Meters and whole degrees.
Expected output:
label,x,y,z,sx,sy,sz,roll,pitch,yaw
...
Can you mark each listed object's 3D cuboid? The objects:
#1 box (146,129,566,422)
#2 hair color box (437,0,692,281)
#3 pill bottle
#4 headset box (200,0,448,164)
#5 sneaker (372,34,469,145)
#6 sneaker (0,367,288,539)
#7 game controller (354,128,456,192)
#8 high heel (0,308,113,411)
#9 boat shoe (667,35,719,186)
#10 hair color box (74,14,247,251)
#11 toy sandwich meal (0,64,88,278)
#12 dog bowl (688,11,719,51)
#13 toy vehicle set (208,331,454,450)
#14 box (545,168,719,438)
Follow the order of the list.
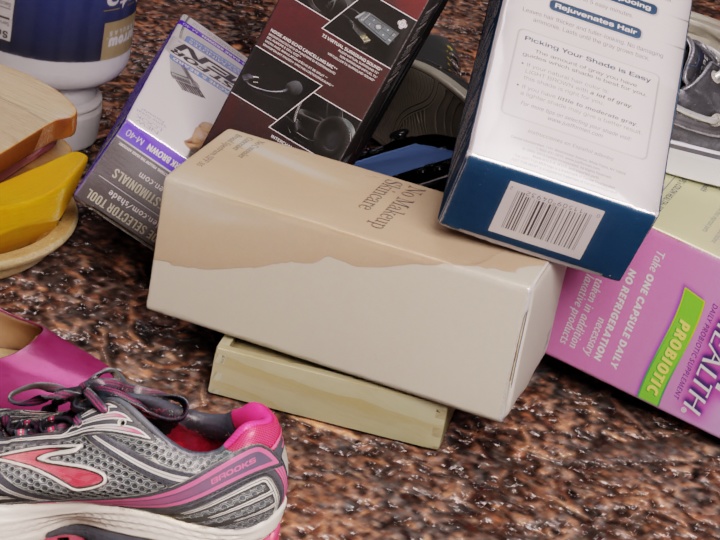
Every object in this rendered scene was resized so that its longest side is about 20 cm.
label,x,y,z,sx,sy,sz,roll,pitch,yaw
box,0.000,0.000,1.086,0.199,0.078,0.095,16,25,12
hair color box,0.109,-0.100,1.074,0.099,0.061,0.201,18,53,-4
pill bottle,-0.193,-0.181,1.316,0.110,0.201,0.111,9,25,-4
headset box,0.002,-0.148,1.178,0.077,0.201,0.149,31,20,1
sneaker,0.055,-0.122,1.443,0.106,0.075,0.200,-14,33,-39
sneaker,-0.130,0.078,0.934,0.199,0.075,0.081,9,24,-3
game controller,0.021,-0.056,1.250,0.104,0.042,0.200,-9,8,-13
high heel,-0.203,0.011,1.022,0.199,0.097,0.067,14,24,8
boat shoe,0.180,-0.096,1.174,0.199,0.068,0.072,13,26,-13
hair color box,-0.091,-0.072,1.248,0.109,0.065,0.200,34,24,-10
toy sandwich meal,-0.245,-0.060,1.189,0.204,0.071,0.205,9,24,-4
dog bowl,0.208,-0.137,1.545,0.199,0.074,0.200,9,24,-4
toy vehicle set,0.004,0.028,1.156,0.123,0.027,0.200,14,25,8
box,0.178,-0.005,1.184,0.199,0.097,0.176,25,25,13
